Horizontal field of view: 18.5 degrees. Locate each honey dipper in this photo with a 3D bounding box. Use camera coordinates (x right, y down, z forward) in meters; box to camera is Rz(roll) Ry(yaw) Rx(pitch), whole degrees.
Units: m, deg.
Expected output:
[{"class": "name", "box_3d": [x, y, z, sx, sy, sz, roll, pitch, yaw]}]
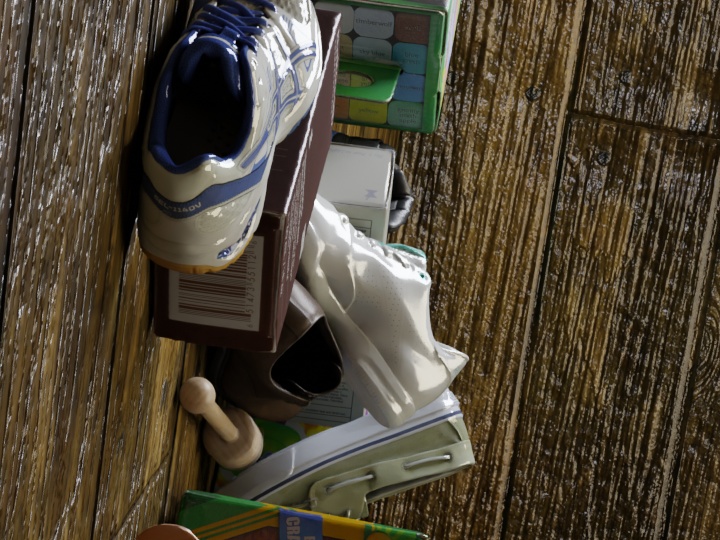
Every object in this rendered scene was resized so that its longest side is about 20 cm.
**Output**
[{"class": "honey dipper", "box_3d": [-0.092, 0.099, 1.428, 0.200, 0.038, 0.038, 70, 29, -77]}]

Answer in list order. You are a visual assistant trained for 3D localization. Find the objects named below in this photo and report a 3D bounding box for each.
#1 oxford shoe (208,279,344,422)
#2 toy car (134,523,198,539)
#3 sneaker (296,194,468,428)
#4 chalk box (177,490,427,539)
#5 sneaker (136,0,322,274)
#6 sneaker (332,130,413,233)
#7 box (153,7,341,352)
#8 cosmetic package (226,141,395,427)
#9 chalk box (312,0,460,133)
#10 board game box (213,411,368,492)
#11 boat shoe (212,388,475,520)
[{"class": "oxford shoe", "box_3d": [-0.052, 0.065, 1.455, 0.073, 0.084, 0.200, -43, 161, -14]}, {"class": "toy car", "box_3d": [-0.092, 0.235, 1.146, 0.184, 0.176, 0.201, 23, 47, -73]}, {"class": "sneaker", "box_3d": [0.000, 0.000, 1.460, 0.201, 0.088, 0.075, 59, -13, -16]}, {"class": "chalk box", "box_3d": [-0.021, 0.221, 1.395, 0.124, 0.199, 0.125, 81, 18, -78]}, {"class": "sneaker", "box_3d": [-0.062, -0.098, 1.103, 0.088, 0.075, 0.201, 93, 6, -56]}, {"class": "sneaker", "box_3d": [-0.019, -0.034, 1.637, 0.200, 0.111, 0.077, 94, 6, -54]}, {"class": "box", "box_3d": [-0.061, -0.057, 1.239, 0.200, 0.074, 0.101, -80, 176, -50]}, {"class": "cosmetic package", "box_3d": [-0.036, 0.010, 1.551, 0.073, 0.103, 0.201, -80, 178, -53]}, {"class": "chalk box", "box_3d": [0.006, -0.182, 1.579, 0.124, 0.124, 0.201, 94, 7, -49]}, {"class": "board game box", "box_3d": [-0.057, 0.188, 1.634, 0.103, 0.104, 0.201, 91, 8, -62]}, {"class": "boat shoe", "box_3d": [-0.014, 0.145, 1.541, 0.072, 0.199, 0.062, 96, -31, -74]}]
